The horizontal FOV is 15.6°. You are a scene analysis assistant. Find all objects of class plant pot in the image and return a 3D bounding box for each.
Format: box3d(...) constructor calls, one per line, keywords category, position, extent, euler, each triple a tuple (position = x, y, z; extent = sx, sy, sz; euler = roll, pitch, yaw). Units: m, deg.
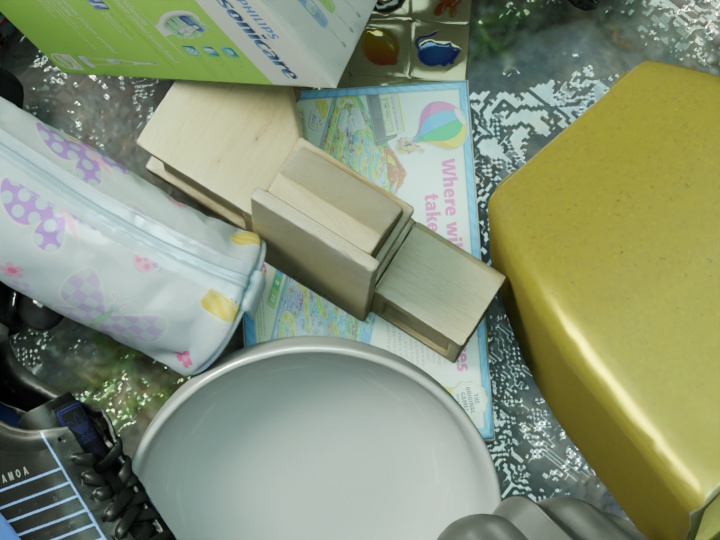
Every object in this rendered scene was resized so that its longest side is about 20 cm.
box3d(category="plant pot", position=(0.172, 0.009, 1.380), extent=(0.194, 0.196, 0.200), euler=(-41, 77, -8))

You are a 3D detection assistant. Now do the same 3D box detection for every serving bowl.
box3d(category="serving bowl", position=(-0.027, 0.120, 1.390), extent=(0.199, 0.066, 0.201), euler=(-1, 111, -3))

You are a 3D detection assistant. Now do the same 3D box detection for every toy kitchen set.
box3d(category="toy kitchen set", position=(0.012, -0.083, 1.362), extent=(0.200, 0.163, 0.181), euler=(32, 82, 4))

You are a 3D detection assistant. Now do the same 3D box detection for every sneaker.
box3d(category="sneaker", position=(-0.139, 0.115, 1.318), extent=(0.200, 0.070, 0.078), euler=(38, 120, 14))

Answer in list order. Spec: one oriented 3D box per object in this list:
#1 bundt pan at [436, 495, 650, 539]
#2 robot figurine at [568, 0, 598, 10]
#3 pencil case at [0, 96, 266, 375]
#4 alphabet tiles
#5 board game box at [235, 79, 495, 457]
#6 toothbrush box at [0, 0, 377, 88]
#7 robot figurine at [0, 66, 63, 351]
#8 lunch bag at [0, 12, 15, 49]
box3d(category="bundt pan", position=(0.074, 0.194, 1.350), extent=(0.202, 0.202, 0.076), euler=(-32, 48, -7))
box3d(category="robot figurine", position=(0.087, -0.219, 1.435), extent=(0.058, 0.200, 0.146), euler=(-5, 84, 37))
box3d(category="pencil case", position=(-0.146, -0.025, 1.327), extent=(0.200, 0.091, 0.083), euler=(30, 51, -17))
box3d(category="alphabet tiles", position=(-0.020, -0.144, 1.495), extent=(0.166, 0.006, 0.201), euler=(3, 79, -1))
box3d(category="board game box", position=(0.000, 0.000, 1.449), extent=(0.134, 0.034, 0.201), euler=(-3, 81, -1))
box3d(category="toothbrush box", position=(-0.078, -0.178, 1.338), extent=(0.200, 0.086, 0.146), euler=(8, 64, 39))
box3d(category="robot figurine", position=(-0.234, -0.017, 1.411), extent=(0.125, 0.150, 0.201), euler=(14, 76, -29))
box3d(category="lunch bag", position=(-0.202, -0.223, 1.420), extent=(0.082, 0.176, 0.200), euler=(21, 79, 6))
